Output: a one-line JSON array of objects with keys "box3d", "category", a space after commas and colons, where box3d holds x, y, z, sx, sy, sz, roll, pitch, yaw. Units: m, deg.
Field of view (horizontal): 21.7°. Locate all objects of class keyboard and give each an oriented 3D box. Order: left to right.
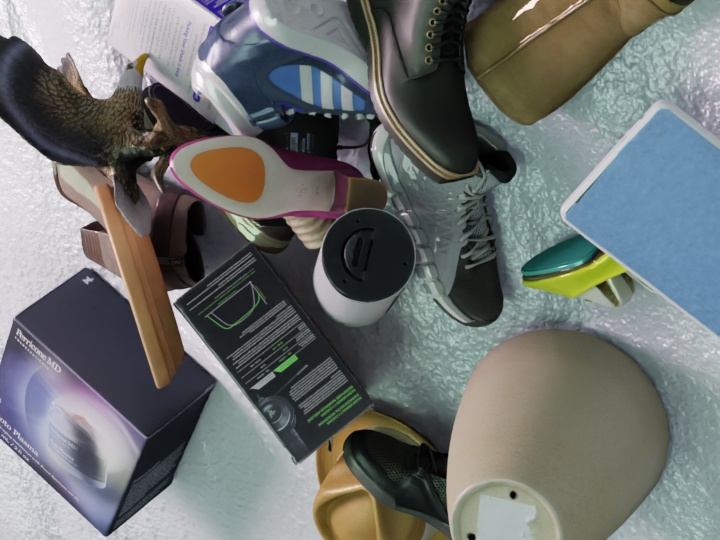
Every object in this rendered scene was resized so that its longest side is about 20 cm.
[{"box3d": [-0.033, -0.112, 1.647, 0.126, 0.021, 0.200, 3, 137, -1], "category": "keyboard"}]

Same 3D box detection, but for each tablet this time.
[{"box3d": [0.266, -0.028, 1.429, 0.200, 0.014, 0.130, 37, 121, -7], "category": "tablet"}]

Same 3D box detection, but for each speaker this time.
[{"box3d": [0.000, 0.000, 1.626, 0.081, 0.081, 0.200, 48, 172, 4], "category": "speaker"}]

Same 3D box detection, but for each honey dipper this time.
[{"box3d": [-0.085, -0.095, 1.627, 0.038, 0.038, 0.200, 1, 141, 42], "category": "honey dipper"}]

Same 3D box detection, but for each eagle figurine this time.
[{"box3d": [-0.237, -0.134, 1.687, 0.199, 0.151, 0.152, 13, 131, 23], "category": "eagle figurine"}]

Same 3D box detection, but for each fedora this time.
[{"box3d": [0.012, 0.232, 1.850, 0.200, 0.082, 0.201, 23, 131, 28], "category": "fedora"}]

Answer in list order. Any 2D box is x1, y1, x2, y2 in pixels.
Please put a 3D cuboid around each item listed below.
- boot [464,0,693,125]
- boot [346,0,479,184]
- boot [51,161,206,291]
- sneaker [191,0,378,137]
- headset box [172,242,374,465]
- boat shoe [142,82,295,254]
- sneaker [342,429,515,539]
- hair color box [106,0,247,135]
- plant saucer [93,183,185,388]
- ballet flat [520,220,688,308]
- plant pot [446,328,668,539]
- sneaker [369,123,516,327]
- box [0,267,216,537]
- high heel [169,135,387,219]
[{"box3d": [0.138, -0.219, 1.429, 0.175, 0.066, 0.200, 54, 140, -3], "category": "boot"}, {"box3d": [0.065, -0.181, 1.448, 0.138, 0.077, 0.201, -36, 76, 50], "category": "boot"}, {"box3d": [-0.223, -0.071, 1.869, 0.146, 0.070, 0.201, 9, 125, 31], "category": "boot"}, {"box3d": [-0.041, -0.152, 1.552, 0.199, 0.081, 0.146, 22, 138, -28], "category": "sneaker"}, {"box3d": [-0.079, 0.082, 1.759, 0.200, 0.093, 0.174, 52, 176, -2], "category": "headset box"}, {"box3d": [-0.125, -0.107, 1.750, 0.201, 0.072, 0.066, 48, 118, 4], "category": "boat shoe"}, {"box3d": [0.086, 0.186, 1.734, 0.199, 0.076, 0.114, 33, 125, -10], "category": "sneaker"}, {"box3d": [-0.128, -0.202, 1.683, 0.200, 0.065, 0.110, 38, 137, 17], "category": "hair color box"}, {"box3d": [-0.205, 0.011, 1.772, 0.200, 0.037, 0.201, 162, 90, -84], "category": "plant saucer"}, {"box3d": [0.211, -0.006, 1.516, 0.200, 0.067, 0.067, -28, 101, 47], "category": "ballet flat"}, {"box3d": [0.144, 0.171, 1.557, 0.186, 0.200, 0.188, 7, 111, 18], "category": "plant pot"}, {"box3d": [0.094, -0.047, 1.587, 0.115, 0.075, 0.201, -17, 107, 42], "category": "sneaker"}, {"box3d": [-0.287, 0.142, 2.031, 0.200, 0.123, 0.199, 40, 136, 13], "category": "box"}, {"box3d": [-0.080, -0.080, 1.582, 0.096, 0.199, 0.068, 15, 101, 61], "category": "high heel"}]
